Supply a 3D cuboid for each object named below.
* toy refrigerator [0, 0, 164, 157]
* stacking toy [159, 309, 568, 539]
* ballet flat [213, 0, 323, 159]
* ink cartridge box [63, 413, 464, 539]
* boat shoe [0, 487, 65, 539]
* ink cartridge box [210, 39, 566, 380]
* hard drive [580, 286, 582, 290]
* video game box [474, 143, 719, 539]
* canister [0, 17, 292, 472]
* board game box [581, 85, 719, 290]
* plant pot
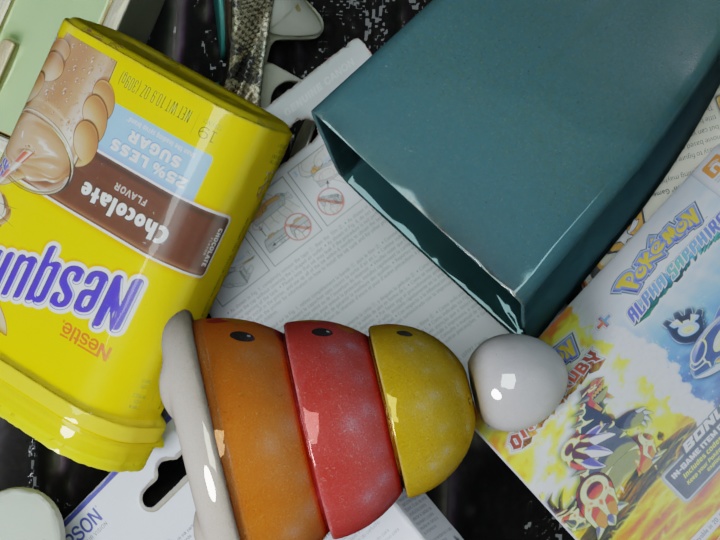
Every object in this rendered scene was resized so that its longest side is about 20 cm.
[{"bbox_3d":[-0.190,-0.091,1.305,0.076,0.070,0.201,24,89,10],"label":"toy refrigerator"},{"bbox_3d":[0.006,0.072,1.133,0.199,0.146,0.147,-14,82,-3],"label":"stacking toy"},{"bbox_3d":[-0.059,-0.112,1.295,0.075,0.068,0.201,5,92,-5],"label":"ballet flat"},{"bbox_3d":[-0.049,0.165,1.238,0.196,0.043,0.200,-44,79,26],"label":"ink cartridge box"},{"bbox_3d":[-0.215,0.214,1.275,0.070,0.072,0.202,19,95,2],"label":"boat shoe"},{"bbox_3d":[0.000,0.000,1.263,0.162,0.057,0.200,-37,82,4],"label":"ink cartridge box"},{"bbox_3d":[0.201,-0.066,1.261,0.199,0.033,0.140,-19,82,6],"label":"hard drive"},{"bbox_3d":[0.170,0.056,1.117,0.200,0.047,0.182,-47,37,3],"label":"video game box"},{"bbox_3d":[-0.138,-0.016,1.205,0.148,0.086,0.201,29,98,24],"label":"canister"},{"bbox_3d":[0.170,-0.085,1.227,0.151,0.046,0.201,-16,82,7],"label":"board game box"},{"bbox_3d":[0.099,-0.090,1.150,0.141,0.141,0.200,42,85,11],"label":"plant pot"}]
